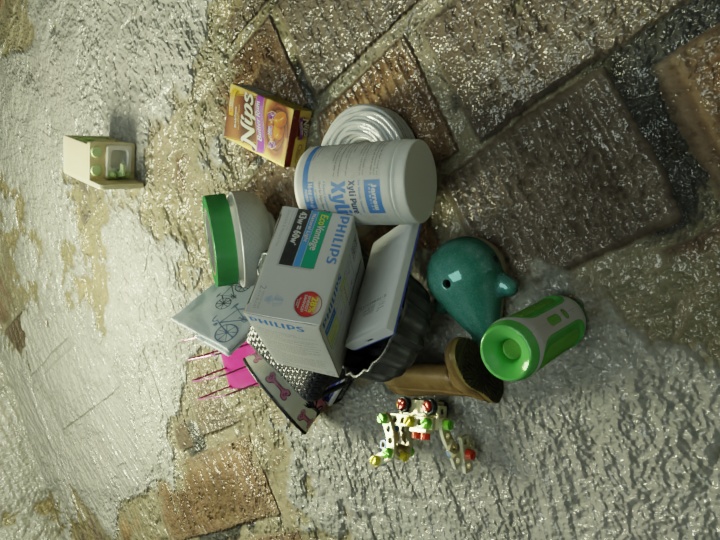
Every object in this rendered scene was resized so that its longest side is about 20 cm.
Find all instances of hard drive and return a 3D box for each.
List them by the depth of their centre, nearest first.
[{"bbox_3d":[0.037,0.023,0.968,0.132,0.025,0.201,-33,36,55],"label":"hard drive"}]

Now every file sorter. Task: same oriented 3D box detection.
[{"bbox_3d":[-0.329,0.190,1.382,0.138,0.125,0.202,-16,88,40],"label":"file sorter"}]

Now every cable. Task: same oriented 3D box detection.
[{"bbox_3d":[0.013,-0.191,1.054,0.200,0.069,0.201,45,123,24],"label":"cable"}]

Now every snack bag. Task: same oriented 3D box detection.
[{"bbox_3d":[-0.290,0.088,1.290,0.199,0.189,0.022,20,138,30],"label":"snack bag"}]

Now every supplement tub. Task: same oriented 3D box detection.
[{"bbox_3d":[0.007,-0.138,0.943,0.198,0.132,0.133,2,100,31],"label":"supplement tub"}]

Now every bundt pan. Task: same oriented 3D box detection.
[{"bbox_3d":[0.050,0.098,0.989,0.202,0.075,0.203,-51,22,30],"label":"bundt pan"}]

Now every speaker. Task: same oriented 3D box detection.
[{"bbox_3d":[0.246,0.090,0.826,0.088,0.199,0.089,9,104,38],"label":"speaker"}]

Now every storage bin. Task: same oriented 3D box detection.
[{"bbox_3d":[-0.104,0.133,1.117,0.200,0.135,0.094,39,121,27],"label":"storage bin"}]

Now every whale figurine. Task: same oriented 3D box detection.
[{"bbox_3d":[0.174,0.047,0.942,0.158,0.103,0.202,-18,88,40],"label":"whale figurine"}]

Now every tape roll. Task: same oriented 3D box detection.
[{"bbox_3d":[-0.309,-0.067,1.302,0.200,0.048,0.203,170,90,-73],"label":"tape roll"}]

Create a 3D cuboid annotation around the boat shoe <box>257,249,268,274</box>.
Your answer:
[{"bbox_3d":[-0.122,-0.030,1.112,0.200,0.090,0.071,-41,64,51],"label":"boat shoe"}]

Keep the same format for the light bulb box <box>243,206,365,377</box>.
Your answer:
[{"bbox_3d":[-0.078,0.037,0.961,0.124,0.200,0.201,9,151,13],"label":"light bulb box"}]

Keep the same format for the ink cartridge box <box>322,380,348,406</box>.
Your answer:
[{"bbox_3d":[-0.076,0.138,1.214,0.200,0.047,0.199,46,126,26],"label":"ink cartridge box"}]

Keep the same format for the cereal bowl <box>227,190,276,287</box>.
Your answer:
[{"bbox_3d":[-0.223,-0.069,1.245,0.200,0.083,0.202,172,90,-71],"label":"cereal bowl"}]

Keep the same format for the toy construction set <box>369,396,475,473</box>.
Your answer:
[{"bbox_3d":[0.108,0.295,1.056,0.198,0.092,0.133,-3,75,33],"label":"toy construction set"}]

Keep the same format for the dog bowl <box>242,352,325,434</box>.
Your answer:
[{"bbox_3d":[-0.151,0.235,1.215,0.074,0.200,0.200,-41,65,-9],"label":"dog bowl"}]

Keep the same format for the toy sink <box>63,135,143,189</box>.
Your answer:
[{"bbox_3d":[-0.685,-0.295,1.582,0.199,0.130,0.113,23,113,36],"label":"toy sink"}]

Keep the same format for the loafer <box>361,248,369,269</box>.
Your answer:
[{"bbox_3d":[0.000,0.000,1.121,0.071,0.063,0.201,-31,81,8],"label":"loafer"}]

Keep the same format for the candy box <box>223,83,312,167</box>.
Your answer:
[{"bbox_3d":[-0.195,-0.300,1.216,0.199,0.056,0.118,30,118,34],"label":"candy box"}]

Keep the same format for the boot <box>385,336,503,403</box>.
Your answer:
[{"bbox_3d":[0.116,0.171,0.992,0.199,0.066,0.175,-3,140,39],"label":"boot"}]
